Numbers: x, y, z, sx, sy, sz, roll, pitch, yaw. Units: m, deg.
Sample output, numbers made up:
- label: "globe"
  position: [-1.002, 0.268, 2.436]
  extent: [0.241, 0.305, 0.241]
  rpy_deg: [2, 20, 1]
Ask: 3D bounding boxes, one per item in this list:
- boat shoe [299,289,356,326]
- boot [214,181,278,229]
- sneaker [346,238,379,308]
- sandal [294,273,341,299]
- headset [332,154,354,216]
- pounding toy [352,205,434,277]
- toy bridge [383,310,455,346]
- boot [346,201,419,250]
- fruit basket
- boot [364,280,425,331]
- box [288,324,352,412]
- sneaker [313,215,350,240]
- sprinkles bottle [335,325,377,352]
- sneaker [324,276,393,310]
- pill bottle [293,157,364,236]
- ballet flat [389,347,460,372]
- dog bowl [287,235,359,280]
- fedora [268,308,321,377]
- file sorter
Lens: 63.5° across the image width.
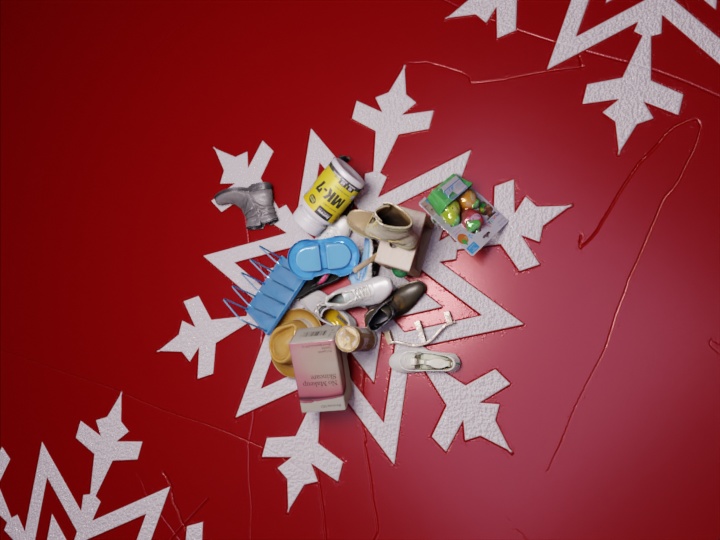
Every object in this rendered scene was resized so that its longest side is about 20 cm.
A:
- label: "boat shoe"
  position: [-0.101, 0.112, 1.655]
  extent: [0.199, 0.070, 0.071]
  rpy_deg: [36, 92, 19]
- label: "boot"
  position: [-0.351, -0.186, 1.766]
  extent: [0.197, 0.070, 0.134]
  rpy_deg: [-10, 86, 18]
- label: "sneaker"
  position: [0.000, 0.000, 1.640]
  extent: [0.089, 0.078, 0.203]
  rpy_deg: [9, 85, 19]
- label: "sandal"
  position: [-0.118, 0.012, 1.667]
  extent: [0.198, 0.045, 0.075]
  rpy_deg: [-32, 53, -1]
- label: "headset"
  position: [-0.070, -0.236, 1.703]
  extent: [0.122, 0.094, 0.203]
  rpy_deg: [13, 102, 12]
- label: "pounding toy"
  position: [0.093, -0.063, 1.565]
  extent: [0.140, 0.184, 0.203]
  rpy_deg: [16, 88, 17]
- label: "toy bridge"
  position: [0.167, 0.171, 1.598]
  extent: [0.197, 0.027, 0.068]
  rpy_deg: [-19, 81, 12]
- label: "boot"
  position: [0.045, -0.123, 1.427]
  extent: [0.198, 0.155, 0.073]
  rpy_deg: [21, 80, 16]
- label: "fruit basket"
  position: [0.278, -0.158, 1.548]
  extent: [0.200, 0.094, 0.185]
  rpy_deg: [42, 57, 15]
- label: "boot"
  position: [0.096, 0.103, 1.582]
  extent: [0.199, 0.097, 0.075]
  rpy_deg: [-37, 97, 10]
- label: "box"
  position: [-0.104, 0.261, 1.549]
  extent: [0.126, 0.109, 0.203]
  rpy_deg: [-7, 105, 11]
- label: "sneaker"
  position: [-0.103, -0.076, 1.665]
  extent: [0.075, 0.081, 0.200]
  rpy_deg: [45, 101, 2]
- label: "sprinkles bottle"
  position: [-0.008, 0.184, 1.554]
  extent: [0.067, 0.200, 0.069]
  rpy_deg: [-2, 82, 15]
- label: "sneaker"
  position: [-0.006, 0.068, 1.566]
  extent: [0.198, 0.080, 0.071]
  rpy_deg: [-19, 83, 18]
- label: "pill bottle"
  position: [-0.090, -0.199, 1.607]
  extent: [0.114, 0.114, 0.200]
  rpy_deg: [46, 108, 16]
- label: "ballet flat"
  position: [0.169, 0.244, 1.569]
  extent: [0.197, 0.069, 0.071]
  rpy_deg: [0, 83, 16]
- label: "dog bowl"
  position: [-0.103, -0.039, 1.610]
  extent: [0.197, 0.050, 0.113]
  rpy_deg: [-7, 100, -3]
- label: "fedora"
  position: [-0.198, 0.204, 1.645]
  extent: [0.198, 0.081, 0.204]
  rpy_deg: [-4, 81, 30]
- label: "file sorter"
  position: [-0.278, 0.051, 1.662]
  extent: [0.138, 0.122, 0.201]
  rpy_deg: [37, 94, 43]
